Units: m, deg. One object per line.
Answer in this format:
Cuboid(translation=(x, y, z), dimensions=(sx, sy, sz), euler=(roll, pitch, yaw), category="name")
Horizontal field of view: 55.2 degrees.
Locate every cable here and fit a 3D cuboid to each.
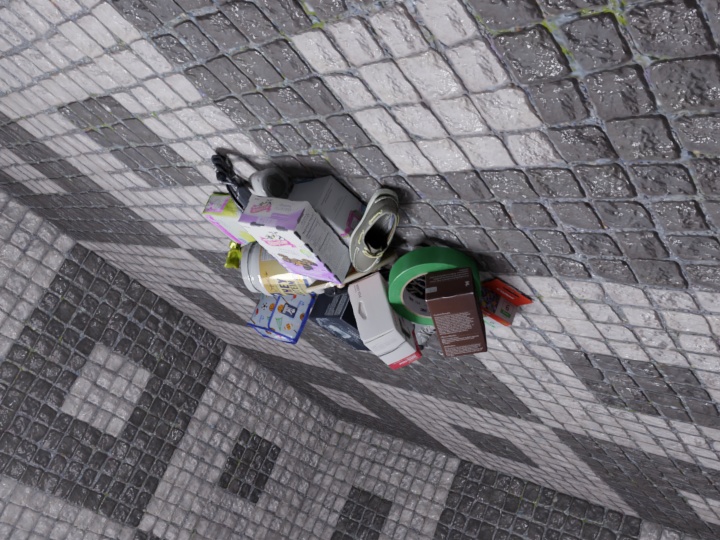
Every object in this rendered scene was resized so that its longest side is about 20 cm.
Cuboid(translation=(-0.271, -0.170, 1.546), dimensions=(0.163, 0.051, 0.201), euler=(47, 177, 42), category="cable")

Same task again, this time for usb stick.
Cuboid(translation=(-0.003, 0.028, 1.628), dimensions=(0.197, 0.034, 0.055), euler=(-15, -172, -43), category="usb stick")

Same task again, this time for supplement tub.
Cuboid(translation=(-0.171, -0.015, 1.636), dimensions=(0.194, 0.148, 0.145), euler=(-4, 150, 23), category="supplement tub")

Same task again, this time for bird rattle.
Cuboid(translation=(-0.285, -0.030, 1.940), dimensions=(0.160, 0.116, 0.199), euler=(-13, 143, 37), category="bird rattle")

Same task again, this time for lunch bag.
Cuboid(translation=(-0.244, 0.132, 2.183), dimensions=(0.196, 0.174, 0.123), euler=(11, 162, 40), category="lunch bag")

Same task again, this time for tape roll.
Cuboid(translation=(0.156, 0.036, 1.458), dimensions=(0.194, 0.049, 0.204), euler=(1, 138, 1), category="tape roll")

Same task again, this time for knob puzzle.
Cuboid(translation=(0.000, 0.000, 1.529), dimensions=(0.217, 0.217, 0.031), euler=(-6, 110, 57), category="knob puzzle")

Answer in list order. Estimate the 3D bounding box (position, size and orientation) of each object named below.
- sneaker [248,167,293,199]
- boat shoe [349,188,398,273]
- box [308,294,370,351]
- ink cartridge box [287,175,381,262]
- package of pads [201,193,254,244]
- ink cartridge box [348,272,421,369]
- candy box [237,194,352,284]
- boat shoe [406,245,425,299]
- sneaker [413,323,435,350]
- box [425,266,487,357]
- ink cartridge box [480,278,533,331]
Cuboid(translation=(-0.173, -0.155, 1.525), dimensions=(0.098, 0.079, 0.201), euler=(17, 152, 47), category="sneaker")
Cuboid(translation=(0.025, -0.064, 1.355), dimensions=(0.070, 0.061, 0.204), euler=(9, 133, -15), category="boat shoe")
Cuboid(translation=(-0.013, 0.136, 1.971), dimensions=(0.195, 0.120, 0.198), euler=(36, 160, -25), category="box")
Cuboid(translation=(-0.050, -0.101, 1.461), dimensions=(0.199, 0.086, 0.143), euler=(40, 157, -30), category="ink cartridge box")
Cuboid(translation=(-0.291, -0.125, 1.742), dimensions=(0.196, 0.070, 0.155), euler=(10, 156, 38), category="package of pads")
Cuboid(translation=(0.058, 0.117, 1.556), dimensions=(0.081, 0.150, 0.200), euler=(-23, 150, 12), category="ink cartridge box")
Cuboid(translation=(-0.130, -0.064, 1.420), dimensions=(0.164, 0.073, 0.200), euler=(12, 156, 38), category="candy box")
Cuboid(translation=(0.131, 0.027, 1.535), dimensions=(0.073, 0.095, 0.201), euler=(20, 160, 15), category="boat shoe")
Cuboid(translation=(0.186, 0.150, 1.743), dimensions=(0.074, 0.118, 0.198), euler=(34, 160, -25), category="sneaker")
Cuboid(translation=(0.200, 0.090, 1.426), dimensions=(0.097, 0.077, 0.202), euler=(-9, 138, 13), category="box")
Cuboid(translation=(0.286, 0.080, 1.535), dimensions=(0.107, 0.051, 0.200), euler=(30, 161, -11), category="ink cartridge box")
